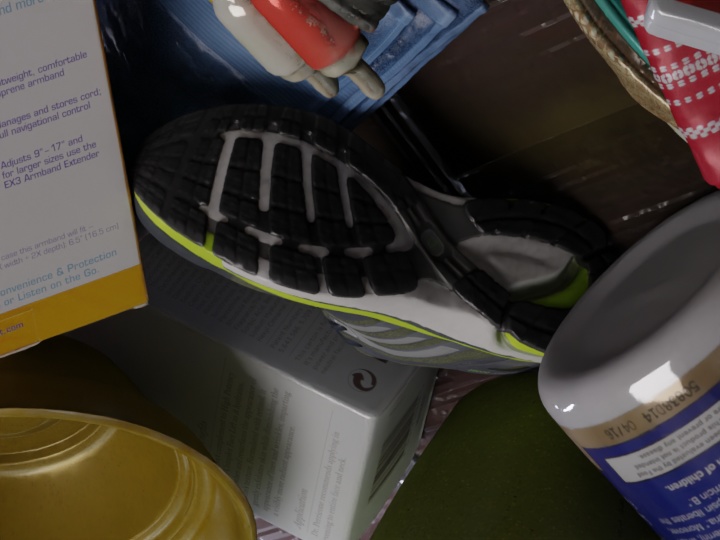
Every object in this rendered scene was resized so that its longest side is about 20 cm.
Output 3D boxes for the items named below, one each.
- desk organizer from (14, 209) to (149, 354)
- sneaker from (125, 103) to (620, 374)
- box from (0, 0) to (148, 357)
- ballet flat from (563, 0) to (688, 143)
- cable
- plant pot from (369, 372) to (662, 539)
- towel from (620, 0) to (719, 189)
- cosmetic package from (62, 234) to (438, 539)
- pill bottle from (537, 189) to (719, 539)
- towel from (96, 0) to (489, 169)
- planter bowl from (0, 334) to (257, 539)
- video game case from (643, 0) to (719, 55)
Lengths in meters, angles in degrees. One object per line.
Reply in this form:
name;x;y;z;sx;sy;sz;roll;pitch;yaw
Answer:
desk organizer;-0.168;-0.071;0.992;0.077;0.072;0.200;33;161;49
sneaker;0.000;0.000;1.011;0.199;0.074;0.081;21;151;-20
box;-0.147;-0.060;0.930;0.041;0.119;0.201;44;147;53
ballet flat;0.143;-0.051;0.910;0.200;0.071;0.065;35;154;6
cable;-0.063;-0.120;0.874;0.200;0.050;0.097;34;179;-31
plant pot;0.065;0.146;1.018;0.186;0.201;0.188;8;143;6
towel;0.135;-0.132;0.817;0.144;0.023;0.201;-25;117;7
cosmetic package;-0.071;0.027;1.121;0.199;0.074;0.102;28;139;12
pill bottle;0.167;0.076;0.971;0.200;0.116;0.116;48;138;-13
towel;-0.043;-0.091;1.009;0.112;0.049;0.200;43;139;-7
planter bowl;-0.144;0.081;1.077;0.199;0.084;0.201;-5;143;-4
video game case;0.190;-0.102;0.740;0.199;0.144;0.017;17;160;0
